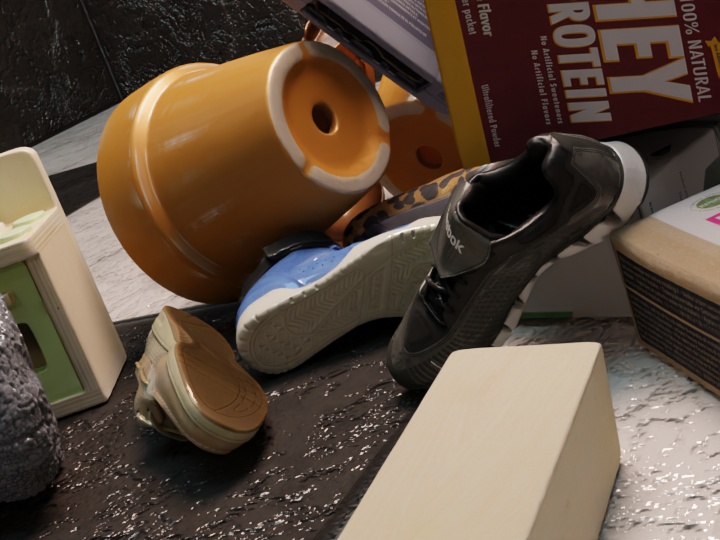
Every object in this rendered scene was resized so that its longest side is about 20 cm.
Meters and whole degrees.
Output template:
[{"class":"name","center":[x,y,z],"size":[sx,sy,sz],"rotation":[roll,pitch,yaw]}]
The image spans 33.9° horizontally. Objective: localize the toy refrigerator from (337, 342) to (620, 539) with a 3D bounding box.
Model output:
[{"class":"toy refrigerator","center":[0.052,0.106,0.487],"size":[0.076,0.070,0.200],"rotation":[-6,21,23]}]

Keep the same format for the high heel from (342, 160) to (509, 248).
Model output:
[{"class":"high heel","center":[0.080,-0.066,0.991],"size":[0.200,0.072,0.142],"rotation":[-37,27,-20]}]

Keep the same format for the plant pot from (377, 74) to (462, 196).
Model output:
[{"class":"plant pot","center":[0.095,-0.155,1.095],"size":[0.200,0.201,0.183],"rotation":[-8,35,38]}]

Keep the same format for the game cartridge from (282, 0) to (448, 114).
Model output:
[{"class":"game cartridge","center":[0.020,-0.231,0.962],"size":[0.041,0.200,0.134],"rotation":[-17,48,50]}]

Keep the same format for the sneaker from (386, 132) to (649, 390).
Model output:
[{"class":"sneaker","center":[0.068,-0.009,0.679],"size":[0.200,0.090,0.067],"rotation":[-47,49,25]}]

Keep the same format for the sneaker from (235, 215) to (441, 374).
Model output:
[{"class":"sneaker","center":[-0.001,-0.001,0.876],"size":[0.199,0.077,0.111],"rotation":[-26,25,4]}]

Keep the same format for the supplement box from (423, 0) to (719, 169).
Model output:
[{"class":"supplement box","center":[0.153,-0.160,0.755],"size":[0.196,0.133,0.200],"rotation":[-12,10,12]}]

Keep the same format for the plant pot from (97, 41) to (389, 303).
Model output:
[{"class":"plant pot","center":[-0.080,-0.093,0.963],"size":[0.183,0.201,0.200],"rotation":[-23,10,44]}]

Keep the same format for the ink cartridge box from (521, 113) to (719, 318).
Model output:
[{"class":"ink cartridge box","center":[0.177,-0.047,0.795],"size":[0.146,0.084,0.200],"rotation":[-4,22,43]}]

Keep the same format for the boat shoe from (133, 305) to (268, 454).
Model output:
[{"class":"boat shoe","center":[-0.115,0.083,0.786],"size":[0.065,0.072,0.200],"rotation":[-57,23,4]}]

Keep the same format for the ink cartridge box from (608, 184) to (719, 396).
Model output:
[{"class":"ink cartridge box","center":[0.252,-0.010,0.601],"size":[0.199,0.075,0.165],"rotation":[-24,17,-6]}]

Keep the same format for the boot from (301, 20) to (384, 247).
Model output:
[{"class":"boot","center":[-0.024,-0.138,1.099],"size":[0.073,0.155,0.201],"rotation":[-5,58,8]}]

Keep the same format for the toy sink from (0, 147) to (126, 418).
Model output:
[{"class":"toy sink","center":[-0.291,0.021,0.943],"size":[0.130,0.201,0.112],"rotation":[-19,16,4]}]

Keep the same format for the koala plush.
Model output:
[{"class":"koala plush","center":[-0.310,0.103,0.770],"size":[0.199,0.178,0.184],"rotation":[-22,26,-20]}]
